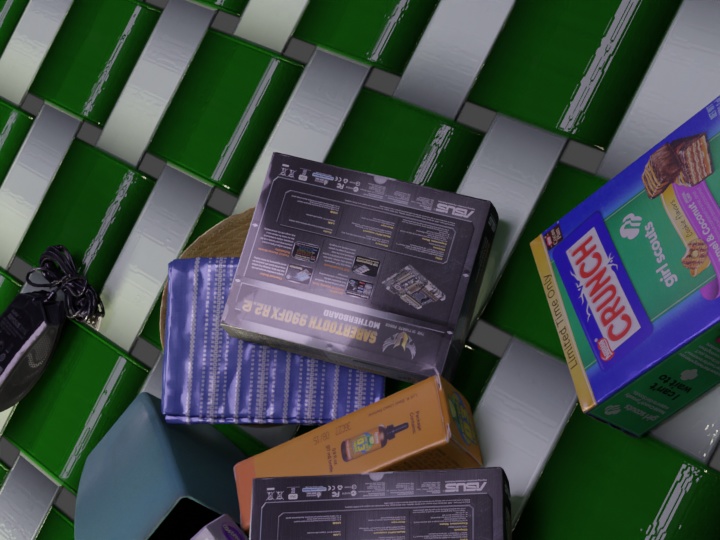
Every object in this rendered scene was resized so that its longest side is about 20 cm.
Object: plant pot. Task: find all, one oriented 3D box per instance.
[{"bbox_3d":[-0.164,0.211,1.790,0.142,0.141,0.200,-50,33,15],"label":"plant pot"}]

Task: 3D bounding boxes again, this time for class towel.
[{"bbox_3d":[-0.073,0.061,1.757,0.199,0.024,0.146,1,82,10],"label":"towel"}]

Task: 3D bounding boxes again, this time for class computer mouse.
[{"bbox_3d":[-0.346,0.081,2.133,0.200,0.053,0.139,-47,41,2],"label":"computer mouse"}]

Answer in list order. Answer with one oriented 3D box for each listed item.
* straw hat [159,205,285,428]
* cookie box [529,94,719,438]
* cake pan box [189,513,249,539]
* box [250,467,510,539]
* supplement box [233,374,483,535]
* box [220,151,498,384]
[{"bbox_3d":[-0.071,0.042,1.810,0.200,0.085,0.203,-1,84,11],"label":"straw hat"},{"bbox_3d":[0.236,-0.002,1.513,0.200,0.075,0.172,-39,45,27],"label":"cookie box"},{"bbox_3d":[-0.116,0.324,1.649,0.200,0.052,0.184,47,109,7],"label":"cake pan box"},{"bbox_3d":[0.015,0.234,1.555,0.199,0.048,0.159,-4,62,9],"label":"box"},{"bbox_3d":[-0.003,0.159,1.661,0.199,0.069,0.067,-26,50,21],"label":"supplement box"},{"bbox_3d":[0.000,0.000,1.715,0.199,0.048,0.159,13,77,15],"label":"box"}]
